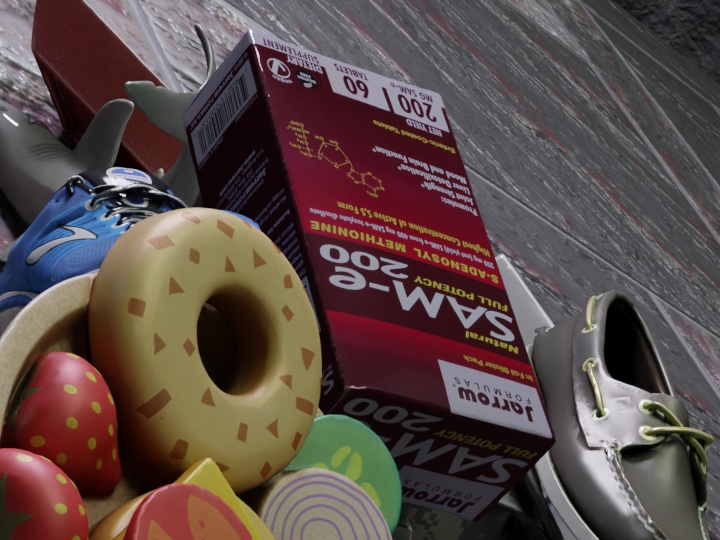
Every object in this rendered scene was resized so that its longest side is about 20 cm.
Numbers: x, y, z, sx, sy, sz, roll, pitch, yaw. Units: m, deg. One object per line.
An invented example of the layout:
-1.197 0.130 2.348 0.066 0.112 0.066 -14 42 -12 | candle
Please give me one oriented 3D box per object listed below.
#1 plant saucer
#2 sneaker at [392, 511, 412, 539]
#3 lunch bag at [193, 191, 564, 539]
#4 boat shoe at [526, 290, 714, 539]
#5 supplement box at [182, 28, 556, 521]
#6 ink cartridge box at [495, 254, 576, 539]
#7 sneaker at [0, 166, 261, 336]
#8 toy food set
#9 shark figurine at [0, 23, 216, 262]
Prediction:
-0.101 -0.052 1.326 0.200 0.037 0.200 47 -9 8 | plant saucer
-0.030 0.178 0.957 0.074 0.089 0.200 21 38 9 | sneaker
0.006 0.069 1.130 0.200 0.118 0.164 15 41 -39 | lunch bag
0.116 0.074 1.089 0.072 0.060 0.202 37 16 -24 | boat shoe
0.000 0.000 1.046 0.109 0.061 0.200 16 42 -34 | supplement box
0.098 0.101 1.338 0.200 0.086 0.146 53 -2 5 | ink cartridge box
-0.101 -0.006 1.031 0.078 0.089 0.200 18 -17 -30 | sneaker
-0.049 0.089 0.835 0.198 0.049 0.200 58 34 -9 | toy food set
-0.129 -0.032 1.201 0.089 0.214 0.129 -25 100 -34 | shark figurine
